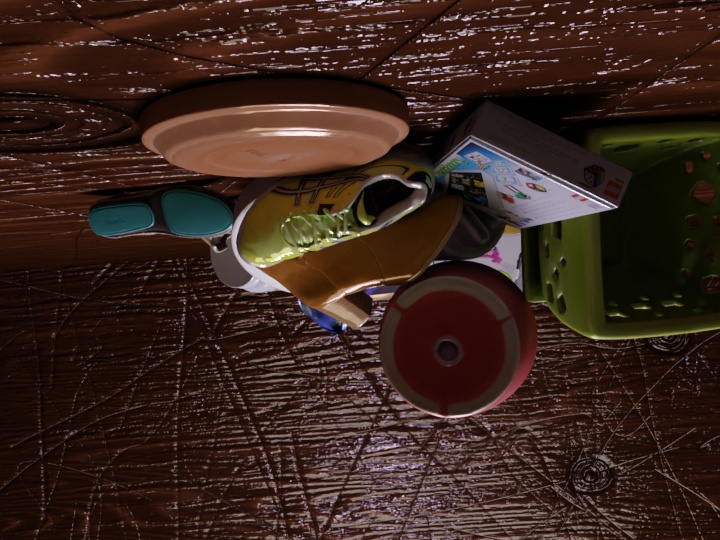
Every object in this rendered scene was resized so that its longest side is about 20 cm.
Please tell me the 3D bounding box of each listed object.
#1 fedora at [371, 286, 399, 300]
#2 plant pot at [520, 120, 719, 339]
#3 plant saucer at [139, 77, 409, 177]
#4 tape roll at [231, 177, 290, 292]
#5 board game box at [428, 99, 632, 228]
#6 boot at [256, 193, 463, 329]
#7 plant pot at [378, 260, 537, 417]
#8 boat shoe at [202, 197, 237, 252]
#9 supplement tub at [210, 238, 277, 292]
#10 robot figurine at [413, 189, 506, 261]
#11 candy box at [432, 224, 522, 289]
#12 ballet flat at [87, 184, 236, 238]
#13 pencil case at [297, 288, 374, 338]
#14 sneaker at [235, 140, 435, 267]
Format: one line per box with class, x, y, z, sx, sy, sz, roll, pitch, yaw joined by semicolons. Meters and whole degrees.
fedora;0.025;-0.008;0.964;0.200;0.082;0.201;-7;-169;1
plant pot;0.281;-0.046;0.627;0.199;0.200;0.181;-4;-174;-12
plant saucer;-0.062;-0.099;0.444;0.200;0.032;0.200;-4;179;0
tape roll;-0.047;-0.043;0.669;0.202;0.037;0.203;-2;142;-2
board game box;0.133;-0.085;0.527;0.126;0.035;0.200;25;178;-5
boot;-0.007;-0.037;0.600;0.144;0.201;0.071;36;-157;-17
plant pot;0.105;0.081;0.661;0.200;0.201;0.177;-4;177;12
boat shoe;-0.226;-0.065;0.894;0.199;0.076;0.072;-4;180;34
supplement tub;-0.150;-0.037;1.036;0.145;0.146;0.200;-4;180;36
robot figurine;0.105;-0.068;0.729;0.170;0.113;0.200;-41;-168;-12
candy box;0.182;-0.012;0.885;0.136;0.200;0.061;20;-139;24
ballet flat;-0.240;-0.078;0.730;0.199;0.068;0.067;1;-160;8
pencil case;0.000;0.000;0.823;0.087;0.078;0.200;5;-137;47
sneaker;-0.027;-0.058;0.529;0.200;0.076;0.076;-27;-157;8
